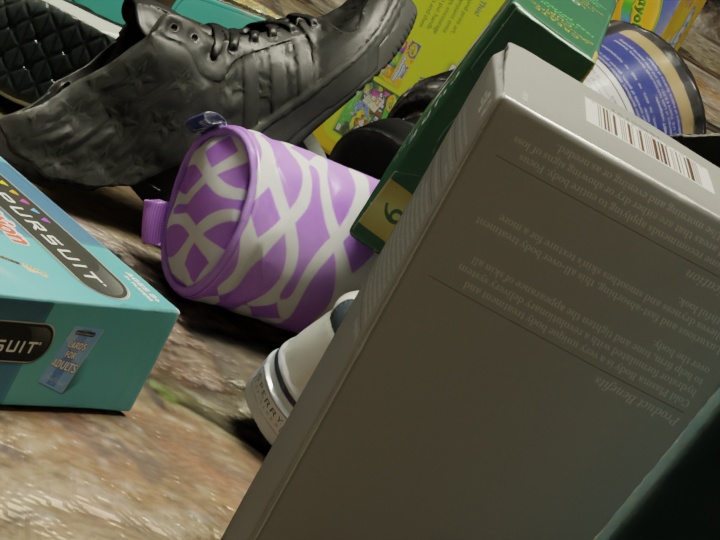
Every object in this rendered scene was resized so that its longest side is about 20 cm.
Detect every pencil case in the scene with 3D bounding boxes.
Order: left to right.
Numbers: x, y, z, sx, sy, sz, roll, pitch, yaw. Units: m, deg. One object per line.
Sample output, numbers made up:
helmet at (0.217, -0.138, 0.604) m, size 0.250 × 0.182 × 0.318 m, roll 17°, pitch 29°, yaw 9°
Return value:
pencil case at (0.000, 0.000, 1.036) m, size 0.199 × 0.084 × 0.085 m, roll 21°, pitch -26°, yaw -31°

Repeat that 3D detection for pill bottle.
pill bottle at (0.081, -0.059, 1.209) m, size 0.200 × 0.112 × 0.112 m, roll -21°, pitch 47°, yaw -38°

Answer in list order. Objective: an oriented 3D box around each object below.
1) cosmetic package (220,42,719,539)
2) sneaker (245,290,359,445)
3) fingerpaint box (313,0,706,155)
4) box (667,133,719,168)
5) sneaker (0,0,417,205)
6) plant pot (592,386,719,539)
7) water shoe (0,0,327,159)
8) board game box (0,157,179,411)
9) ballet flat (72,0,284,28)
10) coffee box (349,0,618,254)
cosmetic package at (0.039, 0.046, 0.716) m, size 0.107 × 0.200 × 0.090 m, roll 30°, pitch 16°, yaw -6°
sneaker at (0.040, 0.043, 0.941) m, size 0.200 × 0.071 × 0.073 m, roll -4°, pitch 59°, yaw -56°
fingerpaint box at (0.087, -0.125, 1.358) m, size 0.166 × 0.201 × 0.073 m, roll 32°, pitch 15°, yaw 14°
box at (0.216, -0.018, 0.781) m, size 0.199 × 0.048 × 0.193 m, roll 6°, pitch -5°, yaw -32°
sneaker at (-0.070, -0.094, 1.057) m, size 0.104 × 0.200 × 0.060 m, roll 50°, pitch -16°, yaw -17°
plant pot at (0.150, 0.163, 0.573) m, size 0.200 × 0.197 × 0.196 m, roll 35°, pitch 13°, yaw -17°
water shoe at (-0.099, -0.086, 1.143) m, size 0.199 × 0.072 × 0.079 m, roll 31°, pitch 10°, yaw -1°
board game box at (-0.182, -0.014, 0.798) m, size 0.151 × 0.047 × 0.200 m, roll 39°, pitch 18°, yaw 31°
ballet flat at (-0.119, -0.155, 1.366) m, size 0.199 × 0.071 × 0.071 m, roll 29°, pitch 15°, yaw 1°
coffee box at (0.060, -0.076, 0.997) m, size 0.044 × 0.123 × 0.200 m, roll 36°, pitch 18°, yaw -2°
